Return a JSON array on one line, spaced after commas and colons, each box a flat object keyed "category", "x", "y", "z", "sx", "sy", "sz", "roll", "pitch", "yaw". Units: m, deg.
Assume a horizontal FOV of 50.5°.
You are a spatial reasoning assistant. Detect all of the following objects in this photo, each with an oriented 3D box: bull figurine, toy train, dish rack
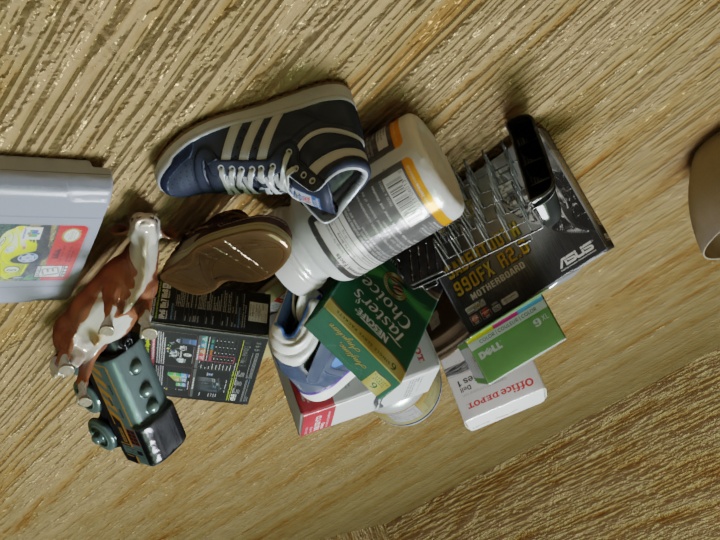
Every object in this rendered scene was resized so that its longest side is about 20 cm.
[{"category": "bull figurine", "x": -0.246, "y": 0.036, "z": 0.756, "sx": 0.064, "sy": 0.123, "sz": 0.200, "roll": 26, "pitch": 121, "yaw": -31}, {"category": "toy train", "x": -0.276, "y": 0.135, "z": 0.888, "sx": 0.112, "sy": 0.205, "sz": 0.085, "roll": 4, "pitch": -151, "yaw": 36}, {"category": "dish rack", "x": 0.117, "y": -0.069, "z": 0.826, "sx": 0.197, "sy": 0.155, "sz": 0.055, "roll": -26, "pitch": 124, "yaw": 20}]

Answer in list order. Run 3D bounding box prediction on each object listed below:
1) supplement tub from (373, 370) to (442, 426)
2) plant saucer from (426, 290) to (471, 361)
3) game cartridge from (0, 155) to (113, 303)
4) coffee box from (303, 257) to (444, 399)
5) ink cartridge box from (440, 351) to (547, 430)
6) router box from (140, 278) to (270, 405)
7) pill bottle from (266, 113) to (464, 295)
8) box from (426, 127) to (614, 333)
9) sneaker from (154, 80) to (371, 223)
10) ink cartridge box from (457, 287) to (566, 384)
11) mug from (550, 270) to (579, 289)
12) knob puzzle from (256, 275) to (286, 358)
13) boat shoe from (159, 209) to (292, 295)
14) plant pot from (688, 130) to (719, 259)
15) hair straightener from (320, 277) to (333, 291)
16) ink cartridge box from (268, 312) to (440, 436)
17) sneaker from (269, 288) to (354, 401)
[{"category": "supplement tub", "x": 0.056, "y": 0.172, "z": 1.275, "sx": 0.141, "sy": 0.147, "sz": 0.200, "roll": -23, "pitch": 155, "yaw": 6}, {"category": "plant saucer", "x": 0.134, "y": 0.055, "z": 1.110, "sx": 0.199, "sy": 0.030, "sz": 0.201, "roll": -41, "pitch": -165, "yaw": 13}, {"category": "game cartridge", "x": -0.315, "y": -0.029, "z": 0.699, "sx": 0.130, "sy": 0.042, "sz": 0.200, "roll": 2, "pitch": 147, "yaw": -33}, {"category": "coffee box", "x": 0.024, "y": 0.037, "z": 0.879, "sx": 0.044, "sy": 0.123, "sz": 0.201, "roll": -38, "pitch": -170, "yaw": 37}, {"category": "ink cartridge box", "x": 0.202, "y": 0.137, "z": 1.252, "sx": 0.143, "sy": 0.204, "sz": 0.084, "roll": -24, "pitch": 157, "yaw": 6}, {"category": "router box", "x": -0.198, "y": 0.095, "z": 0.952, "sx": 0.146, "sy": 0.064, "sz": 0.201, "roll": 7, "pitch": 145, "yaw": -13}, {"category": "pill bottle", "x": -0.001, "y": -0.062, "z": 0.787, "sx": 0.197, "sy": 0.119, "sz": 0.116, "roll": -29, "pitch": 155, "yaw": 19}, {"category": "box", "x": 0.175, "y": -0.044, "z": 0.909, "sx": 0.198, "sy": 0.161, "sz": 0.048, "roll": -34, "pitch": 169, "yaw": 28}, {"category": "sneaker", "x": -0.084, "y": -0.085, "z": 0.679, "sx": 0.195, "sy": 0.111, "sz": 0.070, "roll": -22, "pitch": 156, "yaw": 1}, {"category": "ink cartridge box", "x": 0.175, "y": 0.083, "z": 0.889, "sx": 0.102, "sy": 0.060, "sz": 0.200, "roll": -30, "pitch": 170, "yaw": -1}, {"category": "mug", "x": 0.220, "y": -0.049, "z": 1.011, "sx": 0.152, "sy": 0.184, "sz": 0.152, "roll": 5, "pitch": 113, "yaw": -59}, {"category": "knob puzzle", "x": -0.111, "y": 0.063, "z": 1.048, "sx": 0.215, "sy": 0.031, "sz": 0.221, "roll": -21, "pitch": 153, "yaw": -11}, {"category": "boat shoe", "x": -0.131, "y": -0.031, "z": 0.753, "sx": 0.071, "sy": 0.074, "sz": 0.198, "roll": 30, "pitch": 151, "yaw": -29}, {"category": "plant pot", "x": 0.544, "y": -0.127, "z": 1.075, "sx": 0.195, "sy": 0.137, "sz": 0.202, "roll": -17, "pitch": 155, "yaw": -8}, {"category": "hair straightener", "x": 0.000, "y": 0.000, "z": 0.974, "sx": 0.196, "sy": 0.041, "sz": 0.078, "roll": -17, "pitch": 140, "yaw": -24}, {"category": "ink cartridge box", "x": -0.011, "y": 0.112, "z": 1.024, "sx": 0.195, "sy": 0.147, "sz": 0.084, "roll": -16, "pitch": 153, "yaw": -16}, {"category": "sneaker", "x": -0.023, "y": 0.048, "z": 0.911, "sx": 0.200, "sy": 0.080, "sz": 0.148, "roll": -43, "pitch": 136, "yaw": -18}]
